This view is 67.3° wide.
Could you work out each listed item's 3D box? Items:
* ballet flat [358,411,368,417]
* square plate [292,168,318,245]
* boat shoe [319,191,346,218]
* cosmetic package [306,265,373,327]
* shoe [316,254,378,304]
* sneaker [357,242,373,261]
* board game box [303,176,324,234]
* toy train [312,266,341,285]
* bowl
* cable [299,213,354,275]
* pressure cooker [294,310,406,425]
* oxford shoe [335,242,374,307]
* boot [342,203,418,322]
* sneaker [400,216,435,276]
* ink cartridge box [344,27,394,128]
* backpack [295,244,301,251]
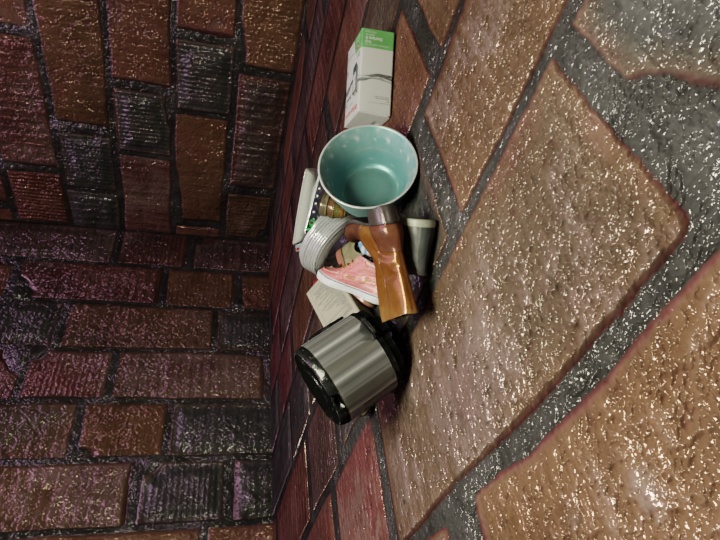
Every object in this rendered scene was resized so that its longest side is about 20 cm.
[{"bbox_3d":[-0.006,0.297,1.306,0.068,0.046,0.200,65,174,-10],"label":"ballet flat"},{"bbox_3d":[-0.109,-0.172,1.447,0.198,0.028,0.201,-24,-51,-66],"label":"square plate"},{"bbox_3d":[-0.041,-0.193,1.324,0.072,0.068,0.200,97,-171,-49],"label":"boat shoe"},{"bbox_3d":[-0.046,0.091,1.302,0.105,0.071,0.200,-47,40,12],"label":"cosmetic package"},{"bbox_3d":[-0.010,0.003,1.211,0.200,0.071,0.091,21,105,35],"label":"shoe"},{"bbox_3d":[0.037,-0.107,1.207,0.072,0.072,0.201,13,107,48],"label":"sneaker"},{"bbox_3d":[-0.074,-0.186,1.448,0.200,0.026,0.201,2,-76,-70],"label":"board game box"},{"bbox_3d":[-0.057,-0.017,1.526,0.116,0.084,0.201,21,98,57],"label":"toy train"},{"bbox_3d":[0.017,-0.187,1.111,0.105,0.200,0.201,82,-176,-64],"label":"bowl"},{"bbox_3d":[-0.075,-0.077,1.393,0.200,0.069,0.200,-51,-16,2],"label":"cable"},{"bbox_3d":[-0.006,0.179,1.054,0.179,0.200,0.176,62,161,-10],"label":"pressure cooker"},{"bbox_3d":[0.000,0.000,1.307,0.075,0.070,0.200,-42,51,21],"label":"oxford shoe"},{"bbox_3d":[0.037,-0.006,0.998,0.188,0.068,0.201,-16,85,57],"label":"boot"},{"bbox_3d":[0.075,-0.049,1.028,0.200,0.075,0.107,-154,69,-73],"label":"sneaker"},{"bbox_3d":[0.020,-0.457,1.318,0.146,0.084,0.201,173,100,-75],"label":"ink cartridge box"},{"bbox_3d":[-0.119,-0.132,1.644,0.200,0.154,0.191,-110,39,-63],"label":"backpack"}]
